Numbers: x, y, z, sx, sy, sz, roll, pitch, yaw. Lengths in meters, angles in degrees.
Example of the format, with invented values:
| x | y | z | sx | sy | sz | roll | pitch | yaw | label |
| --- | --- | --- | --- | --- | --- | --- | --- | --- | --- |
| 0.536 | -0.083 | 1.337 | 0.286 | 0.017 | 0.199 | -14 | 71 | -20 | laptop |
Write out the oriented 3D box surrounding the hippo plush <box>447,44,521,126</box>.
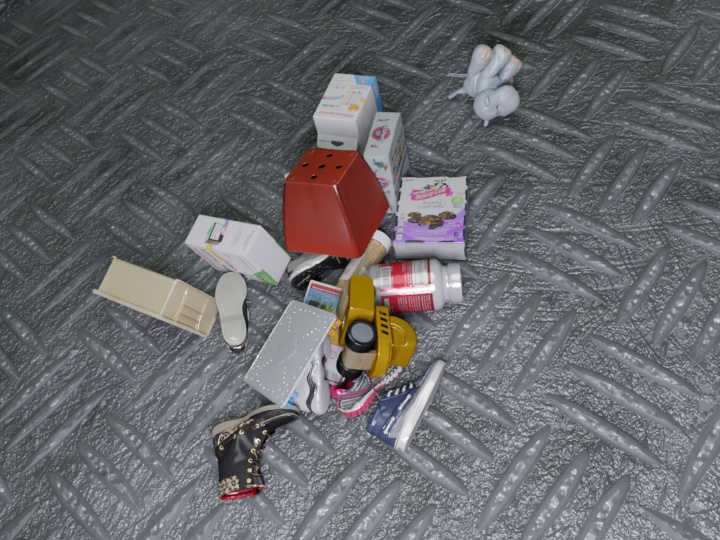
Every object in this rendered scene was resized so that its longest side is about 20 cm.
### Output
| x | y | z | sx | sy | sz | roll | pitch | yaw | label |
| --- | --- | --- | --- | --- | --- | --- | --- | --- | --- |
| 0.336 | -0.484 | 1.665 | 0.198 | 0.160 | 0.162 | -9 | 53 | 6 | hippo plush |

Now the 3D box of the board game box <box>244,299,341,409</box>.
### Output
| x | y | z | sx | sy | sz | roll | pitch | yaw | label |
| --- | --- | --- | --- | --- | --- | --- | --- | --- | --- |
| -0.139 | 0.164 | 1.281 | 0.199 | 0.026 | 0.201 | 11 | 68 | 58 | board game box |

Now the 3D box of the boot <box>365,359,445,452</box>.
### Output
| x | y | z | sx | sy | sz | roll | pitch | yaw | label |
| --- | --- | --- | --- | --- | --- | --- | --- | --- | --- |
| 0.092 | 0.251 | 1.263 | 0.090 | 0.073 | 0.201 | 23 | 64 | 20 | boot |

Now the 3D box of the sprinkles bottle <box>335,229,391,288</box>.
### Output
| x | y | z | sx | sy | sz | roll | pitch | yaw | label |
| --- | --- | --- | --- | --- | --- | --- | --- | --- | --- |
| 0.000 | 0.000 | 1.463 | 0.068 | 0.068 | 0.201 | 19 | 62 | 24 | sprinkles bottle |

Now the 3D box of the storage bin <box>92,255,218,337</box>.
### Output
| x | y | z | sx | sy | sz | roll | pitch | yaw | label |
| --- | --- | --- | --- | --- | --- | --- | --- | --- | --- |
| -0.455 | 0.064 | 1.447 | 0.198 | 0.199 | 0.094 | 16 | 77 | 23 | storage bin |

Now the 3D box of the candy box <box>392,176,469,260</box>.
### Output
| x | y | z | sx | sy | sz | roll | pitch | yaw | label |
| --- | --- | --- | --- | --- | --- | --- | --- | --- | --- |
| 0.170 | -0.127 | 1.509 | 0.166 | 0.072 | 0.201 | 0 | 56 | 13 | candy box |

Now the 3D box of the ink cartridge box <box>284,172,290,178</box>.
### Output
| x | y | z | sx | sy | sz | roll | pitch | yaw | label |
| --- | --- | --- | --- | --- | --- | --- | --- | --- | --- |
| -0.090 | -0.187 | 1.642 | 0.161 | 0.050 | 0.201 | -22 | 72 | -4 | ink cartridge box |

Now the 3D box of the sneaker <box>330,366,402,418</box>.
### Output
| x | y | z | sx | sy | sz | roll | pitch | yaw | label |
| --- | --- | --- | --- | --- | --- | --- | --- | --- | --- |
| 0.022 | 0.205 | 1.295 | 0.200 | 0.075 | 0.080 | -49 | 30 | -22 | sneaker |

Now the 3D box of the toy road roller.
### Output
| x | y | z | sx | sy | sz | roll | pitch | yaw | label |
| --- | --- | --- | --- | --- | --- | --- | --- | --- | --- |
| 0.030 | 0.117 | 1.257 | 0.144 | 0.123 | 0.201 | 7 | 47 | -11 | toy road roller |

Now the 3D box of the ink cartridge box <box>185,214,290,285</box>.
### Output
| x | y | z | sx | sy | sz | roll | pitch | yaw | label |
| --- | --- | --- | --- | --- | --- | --- | --- | --- | --- |
| -0.289 | -0.049 | 1.493 | 0.199 | 0.145 | 0.085 | 12 | 68 | 32 | ink cartridge box |

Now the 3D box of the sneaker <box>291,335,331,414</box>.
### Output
| x | y | z | sx | sy | sz | roll | pitch | yaw | label |
| --- | --- | --- | --- | --- | --- | --- | --- | --- | --- |
| -0.125 | 0.198 | 1.324 | 0.114 | 0.075 | 0.202 | -6 | 75 | 18 | sneaker |

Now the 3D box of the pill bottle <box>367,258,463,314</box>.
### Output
| x | y | z | sx | sy | sz | roll | pitch | yaw | label |
| --- | --- | --- | --- | --- | --- | --- | --- | --- | --- |
| 0.120 | 0.034 | 1.384 | 0.198 | 0.113 | 0.113 | -5 | 55 | 9 | pill bottle |

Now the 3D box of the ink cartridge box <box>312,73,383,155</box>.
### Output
| x | y | z | sx | sy | sz | roll | pitch | yaw | label |
| --- | --- | --- | --- | --- | --- | --- | --- | --- | --- |
| -0.035 | -0.416 | 1.724 | 0.127 | 0.126 | 0.201 | 10 | 58 | 19 | ink cartridge box |

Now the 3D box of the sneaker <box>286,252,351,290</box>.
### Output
| x | y | z | sx | sy | sz | roll | pitch | yaw | label |
| --- | --- | --- | --- | --- | --- | --- | --- | --- | --- |
| -0.087 | -0.034 | 1.505 | 0.199 | 0.074 | 0.080 | -27 | 49 | -6 | sneaker |

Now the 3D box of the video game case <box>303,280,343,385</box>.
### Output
| x | y | z | sx | sy | sz | roll | pitch | yaw | label |
| --- | --- | --- | --- | --- | --- | --- | --- | --- | --- |
| -0.075 | 0.134 | 1.374 | 0.142 | 0.017 | 0.202 | 15 | 82 | 22 | video game case |

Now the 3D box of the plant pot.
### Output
| x | y | z | sx | sy | sz | roll | pitch | yaw | label |
| --- | --- | --- | --- | --- | --- | --- | --- | --- | --- |
| -0.070 | -0.168 | 1.457 | 0.198 | 0.177 | 0.201 | 7 | 45 | 24 | plant pot |

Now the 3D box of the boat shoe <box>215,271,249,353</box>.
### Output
| x | y | z | sx | sy | sz | roll | pitch | yaw | label |
| --- | --- | --- | --- | --- | --- | --- | --- | --- | --- |
| -0.292 | 0.096 | 1.468 | 0.073 | 0.061 | 0.201 | -10 | 55 | -11 | boat shoe |

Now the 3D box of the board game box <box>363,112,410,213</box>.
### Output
| x | y | z | sx | sy | sz | roll | pitch | yaw | label |
| --- | --- | --- | --- | --- | --- | --- | --- | --- | --- |
| 0.067 | -0.260 | 1.545 | 0.064 | 0.201 | 0.149 | 6 | 56 | 15 | board game box |

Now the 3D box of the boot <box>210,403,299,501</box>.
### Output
| x | y | z | sx | sy | sz | roll | pitch | yaw | label |
| --- | --- | --- | --- | --- | --- | --- | --- | --- | --- |
| -0.204 | 0.356 | 1.253 | 0.198 | 0.073 | 0.152 | -19 | 53 | 10 | boot |
